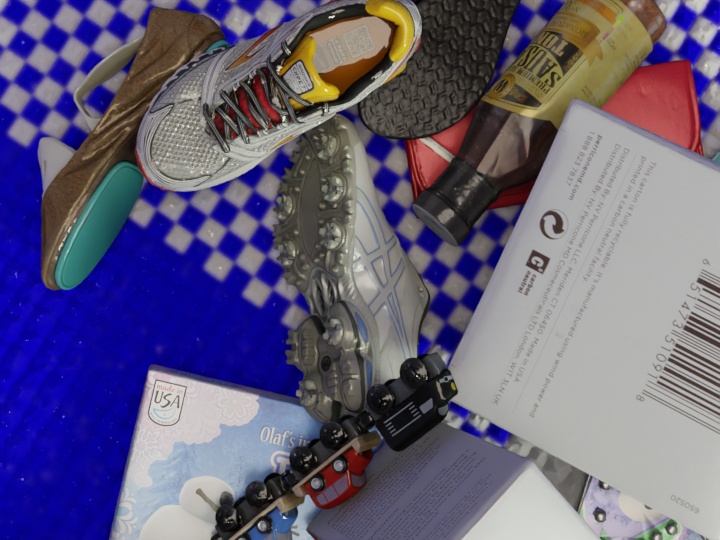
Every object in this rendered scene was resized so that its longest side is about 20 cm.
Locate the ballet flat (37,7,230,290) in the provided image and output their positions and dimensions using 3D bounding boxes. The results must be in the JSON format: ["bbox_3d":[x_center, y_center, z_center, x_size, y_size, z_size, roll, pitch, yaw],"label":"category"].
[{"bbox_3d":[-0.163,-0.085,1.184,0.072,0.068,0.201,32,89,16],"label":"ballet flat"}]

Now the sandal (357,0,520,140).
[{"bbox_3d":[0.066,-0.167,1.206,0.075,0.045,0.201,34,79,-8],"label":"sandal"}]

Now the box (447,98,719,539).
[{"bbox_3d":[0.185,0.029,1.132,0.199,0.131,0.201,27,96,17],"label":"box"}]

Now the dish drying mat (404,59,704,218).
[{"bbox_3d":[0.128,-0.087,1.220,0.197,0.018,0.078,-10,91,-3],"label":"dish drying mat"}]

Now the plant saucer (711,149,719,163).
[{"bbox_3d":[0.304,-0.009,1.195,0.198,0.027,0.203,-5,75,18],"label":"plant saucer"}]

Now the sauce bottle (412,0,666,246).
[{"bbox_3d":[0.112,-0.102,1.178,0.066,0.066,0.200,41,81,-3],"label":"sauce bottle"}]

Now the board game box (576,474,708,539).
[{"bbox_3d":[0.252,0.151,1.229,0.198,0.026,0.202,18,90,-4],"label":"board game box"}]

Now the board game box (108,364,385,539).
[{"bbox_3d":[-0.064,0.182,1.200,0.198,0.043,0.201,13,90,-4],"label":"board game box"}]

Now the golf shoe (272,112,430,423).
[{"bbox_3d":[0.000,0.000,1.199,0.096,0.078,0.203,5,78,-40],"label":"golf shoe"}]

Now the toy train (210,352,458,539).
[{"bbox_3d":[-0.017,0.121,1.129,0.200,0.034,0.046,-39,79,23],"label":"toy train"}]

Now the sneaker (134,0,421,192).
[{"bbox_3d":[-0.052,-0.116,1.127,0.199,0.082,0.078,-33,97,0],"label":"sneaker"}]

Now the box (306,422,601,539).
[{"bbox_3d":[0.076,0.186,1.095,0.106,0.200,0.152,-45,104,-10],"label":"box"}]
